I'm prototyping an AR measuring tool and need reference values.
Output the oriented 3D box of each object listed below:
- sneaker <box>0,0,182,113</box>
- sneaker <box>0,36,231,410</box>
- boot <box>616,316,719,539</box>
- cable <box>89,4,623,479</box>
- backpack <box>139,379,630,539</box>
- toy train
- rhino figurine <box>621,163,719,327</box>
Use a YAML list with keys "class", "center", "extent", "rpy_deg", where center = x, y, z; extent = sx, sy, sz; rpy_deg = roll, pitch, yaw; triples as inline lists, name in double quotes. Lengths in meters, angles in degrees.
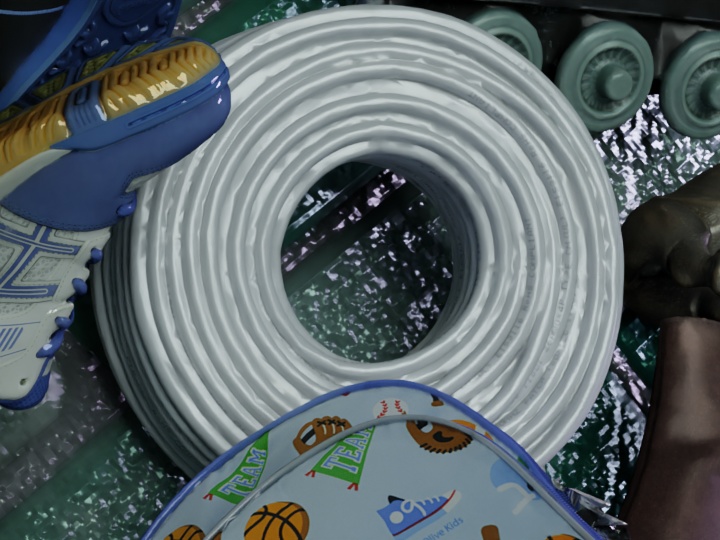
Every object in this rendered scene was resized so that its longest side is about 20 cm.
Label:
- class: "sneaker"
  center: [-0.105, -0.118, 0.906]
  extent: [0.070, 0.200, 0.078]
  rpy_deg: [-18, 62, -44]
- class: "sneaker"
  center: [-0.118, -0.003, 0.874]
  extent: [0.088, 0.200, 0.075]
  rpy_deg: [56, 12, -13]
- class: "boot"
  center: [0.110, 0.100, 0.980]
  extent: [0.199, 0.072, 0.167]
  rpy_deg: [12, 75, -38]
- class: "cable"
  center: [0.000, 0.000, 0.949]
  extent: [0.199, 0.069, 0.201]
  rpy_deg: [12, 84, -15]
- class: "backpack"
  center: [0.011, 0.134, 0.821]
  extent: [0.200, 0.154, 0.190]
  rpy_deg: [-34, 52, -16]
- class: "toy train"
  center: [0.092, -0.120, 1.044]
  extent: [0.199, 0.085, 0.114]
  rpy_deg: [3, 110, -27]
- class: "rhino figurine"
  center: [0.186, -0.029, 1.082]
  extent: [0.200, 0.087, 0.060]
  rpy_deg: [-29, 114, -35]
